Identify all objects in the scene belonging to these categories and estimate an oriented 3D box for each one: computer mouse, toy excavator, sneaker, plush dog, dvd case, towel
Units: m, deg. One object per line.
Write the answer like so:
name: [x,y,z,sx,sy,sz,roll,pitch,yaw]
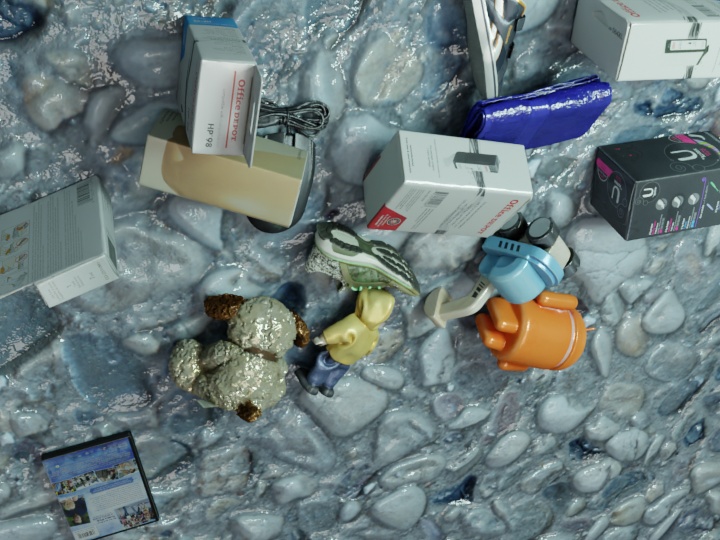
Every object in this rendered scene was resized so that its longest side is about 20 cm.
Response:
computer mouse: [-0.112,-0.131,1.258,0.137,0.053,0.202,-3,122,-18]
toy excavator: [0.210,0.012,1.423,0.201,0.193,0.100,-54,127,-15]
sneaker: [0.182,-0.324,1.219,0.078,0.079,0.202,-16,125,-5]
plush dog: [-0.164,0.121,1.361,0.198,0.160,0.174,19,91,-28]
dvd case: [-0.417,0.354,1.487,0.141,0.018,0.202,-14,124,-10]
sneaker: [0.000,0.000,1.379,0.198,0.077,0.089,26,121,-23]
towel: [0.242,-0.216,1.299,0.197,0.050,0.148,-12,166,-11]

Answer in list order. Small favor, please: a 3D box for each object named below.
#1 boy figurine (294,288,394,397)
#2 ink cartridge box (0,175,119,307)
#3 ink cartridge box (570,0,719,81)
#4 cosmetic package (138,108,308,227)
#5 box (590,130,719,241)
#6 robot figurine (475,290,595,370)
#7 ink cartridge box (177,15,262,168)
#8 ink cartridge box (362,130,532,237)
boy figurine: [-0.023,0.107,1.430,0.124,0.065,0.201,15,116,-49]
ink cartridge box: [-0.392,-0.025,1.138,0.172,0.201,0.044,-24,128,-2]
ink cartridge box: [0.409,-0.326,1.254,0.197,0.147,0.085,-5,125,-15]
cosmetic package: [-0.171,-0.132,1.172,0.197,0.106,0.072,15,118,-7]
box: [0.475,-0.133,1.416,0.197,0.123,0.107,-10,125,-13]
robot figurine: [0.286,0.102,1.508,0.198,0.116,0.146,13,90,-25]
ink cartridge box: [-0.171,-0.215,1.091,0.066,0.201,0.117,1,121,-19]
ink cartridge box: [0.120,-0.117,1.289,0.197,0.085,0.144,4,156,-20]
